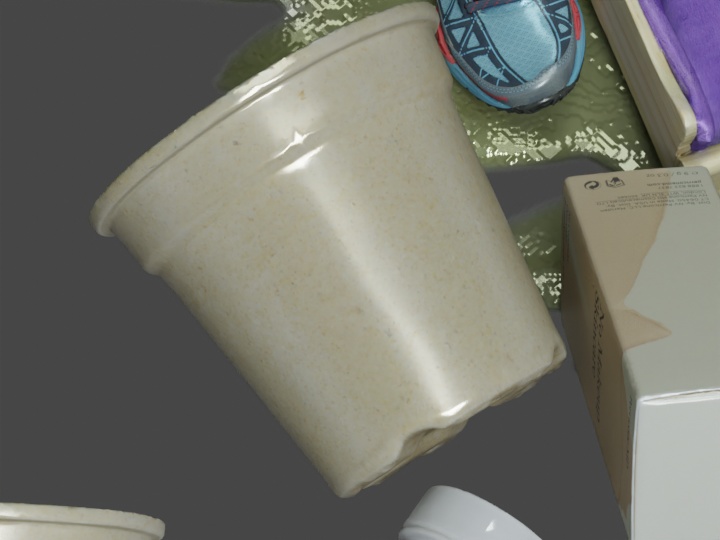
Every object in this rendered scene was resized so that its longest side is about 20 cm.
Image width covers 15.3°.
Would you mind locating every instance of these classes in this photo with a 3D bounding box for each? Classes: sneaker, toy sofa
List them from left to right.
[{"bbox_3d":[0.059,-0.178,1.429,0.079,0.096,0.201,-21,67,9],"label":"sneaker"},{"bbox_3d":[0.171,-0.142,1.425,0.082,0.098,0.201,-18,70,-9],"label":"toy sofa"}]

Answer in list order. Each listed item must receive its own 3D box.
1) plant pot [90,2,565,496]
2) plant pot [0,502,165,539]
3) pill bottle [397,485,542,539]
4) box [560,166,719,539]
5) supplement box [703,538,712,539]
[{"bbox_3d":[0.000,0.000,1.316,0.200,0.200,0.184,-31,84,-14],"label":"plant pot"},{"bbox_3d":[-0.191,0.207,1.232,0.199,0.200,0.185,1,79,-3],"label":"plant pot"},{"bbox_3d":[0.013,0.205,1.271,0.112,0.112,0.200,32,71,9],"label":"pill bottle"},{"bbox_3d":[0.152,0.039,1.303,0.077,0.095,0.200,-4,31,-4],"label":"box"},{"bbox_3d":[0.214,0.229,1.274,0.200,0.110,0.086,35,71,11],"label":"supplement box"}]
